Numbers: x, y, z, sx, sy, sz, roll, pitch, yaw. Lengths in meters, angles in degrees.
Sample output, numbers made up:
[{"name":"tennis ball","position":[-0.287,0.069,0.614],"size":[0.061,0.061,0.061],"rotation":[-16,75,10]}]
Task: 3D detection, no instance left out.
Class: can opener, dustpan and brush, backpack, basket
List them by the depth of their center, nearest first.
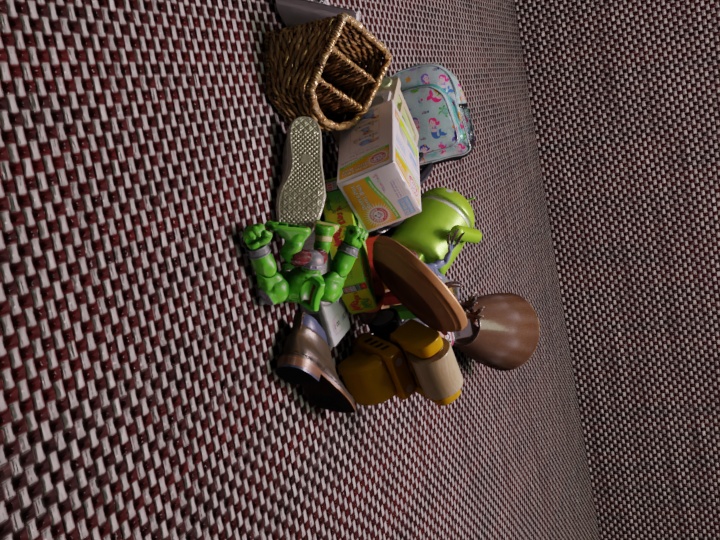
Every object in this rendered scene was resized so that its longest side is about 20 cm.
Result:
[{"name":"basket","position":[-0.044,-0.300,1.467],"size":[0.200,0.148,0.143],"rotation":[20,65,-66]},{"name":"dustpan and brush","position":[-0.067,-0.400,1.525],"size":[0.200,0.139,0.057],"rotation":[95,9,-67]},{"name":"can opener","position":[0.071,-0.143,1.613],"size":[0.063,0.078,0.200],"rotation":[47,52,-19]},{"name":"backpack","position":[0.128,-0.314,1.857],"size":[0.151,0.177,0.201],"rotation":[-14,92,-73]}]

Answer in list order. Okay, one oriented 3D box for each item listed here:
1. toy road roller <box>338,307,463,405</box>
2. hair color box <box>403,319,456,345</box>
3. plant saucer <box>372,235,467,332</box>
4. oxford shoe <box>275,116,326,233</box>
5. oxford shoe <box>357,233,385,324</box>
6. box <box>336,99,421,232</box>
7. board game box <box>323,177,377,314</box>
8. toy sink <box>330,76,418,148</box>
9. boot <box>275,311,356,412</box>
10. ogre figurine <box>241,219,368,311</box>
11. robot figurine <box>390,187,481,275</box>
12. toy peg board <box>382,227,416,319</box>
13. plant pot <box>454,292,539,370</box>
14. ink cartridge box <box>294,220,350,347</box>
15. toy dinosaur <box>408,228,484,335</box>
[{"name":"toy road roller","position":[0.057,0.165,1.531],"size":[0.146,0.200,0.123],"rotation":[-37,122,-24]},{"name":"hair color box","position":[0.137,0.134,1.886],"size":[0.200,0.060,0.099],"rotation":[-39,119,-64]},{"name":"plant saucer","position":[0.086,0.029,1.466],"size":[0.037,0.200,0.200],"rotation":[-44,137,-11]},{"name":"oxford shoe","position":[-0.092,-0.136,1.414],"size":[0.058,0.075,0.201],"rotation":[135,-41,-70]},{"name":"oxford shoe","position":[0.000,0.000,1.586],"size":[0.073,0.071,0.201],"rotation":[101,-12,-53]},{"name":"box","position":[0.032,-0.173,1.521],"size":[0.113,0.101,0.200],"rotation":[58,20,-33]},{"name":"board game box","position":[-0.020,-0.042,1.497],"size":[0.102,0.047,0.201],"rotation":[64,14,-60]},{"name":"toy sink","position":[0.025,-0.269,1.672],"size":[0.200,0.112,0.131],"rotation":[61,30,-41]},{"name":"boot","position":[-0.054,0.145,1.399],"size":[0.200,0.074,0.097],"rotation":[50,42,-50]},{"name":"ogre figurine","position":[-0.083,-0.009,1.328],"size":[0.200,0.098,0.120],"rotation":[-9,110,-57]},{"name":"robot figurine","position":[0.127,-0.063,1.636],"size":[0.200,0.175,0.116],"rotation":[-55,134,-25]},{"name":"toy peg board","position":[0.075,-0.016,1.735],"size":[0.201,0.097,0.200],"rotation":[-76,150,-43]},{"name":"plant pot","position":[0.286,0.136,2.132],"size":[0.200,0.186,0.188],"rotation":[10,73,-52]},{"name":"ink cartridge box","position":[-0.046,0.012,1.498],"size":[0.200,0.057,0.163],"rotation":[-45,124,-58]},{"name":"toy dinosaur","position":[0.123,0.033,1.547],"size":[0.181,0.200,0.105],"rotation":[27,34,-17]}]
